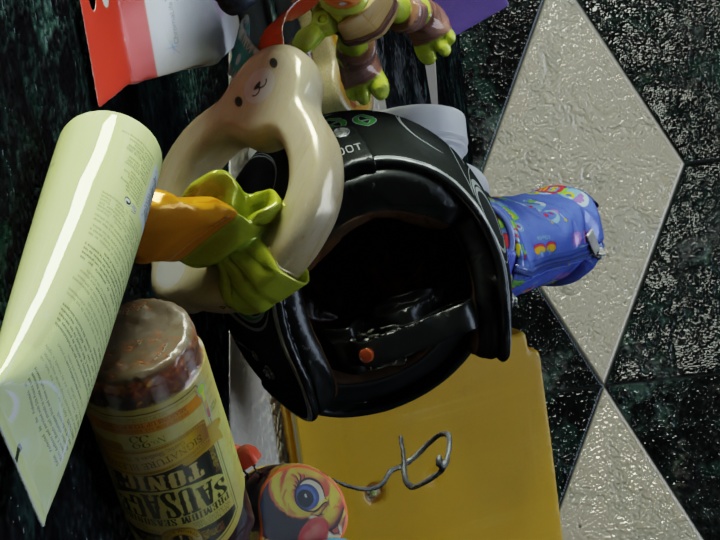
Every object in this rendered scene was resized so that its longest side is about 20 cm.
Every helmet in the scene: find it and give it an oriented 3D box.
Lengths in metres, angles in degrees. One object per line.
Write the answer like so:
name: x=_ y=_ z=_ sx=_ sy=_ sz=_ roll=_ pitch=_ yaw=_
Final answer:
helmet: x=0.000 y=0.000 z=1.248 sx=0.191 sy=0.199 sz=0.201 roll=-149 pitch=-129 yaw=-78

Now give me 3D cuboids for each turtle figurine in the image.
turtle figurine: x=-0.005 y=-0.149 z=1.207 sx=0.064 sy=0.200 sz=0.161 roll=45 pitch=2 yaw=16

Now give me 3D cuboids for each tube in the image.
tube: x=-0.129 y=0.009 z=0.867 sx=0.058 sy=0.052 sz=0.200 roll=32 pitch=38 yaw=-21

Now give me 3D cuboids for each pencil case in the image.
pencil case: x=0.113 y=-0.018 z=1.439 sx=0.200 sy=0.087 sz=0.078 roll=-10 pitch=113 yaw=-63

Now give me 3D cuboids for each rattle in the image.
rattle: x=-0.085 y=-0.086 z=1.059 sx=0.143 sy=0.130 sz=0.201 roll=21 pitch=71 yaw=-33

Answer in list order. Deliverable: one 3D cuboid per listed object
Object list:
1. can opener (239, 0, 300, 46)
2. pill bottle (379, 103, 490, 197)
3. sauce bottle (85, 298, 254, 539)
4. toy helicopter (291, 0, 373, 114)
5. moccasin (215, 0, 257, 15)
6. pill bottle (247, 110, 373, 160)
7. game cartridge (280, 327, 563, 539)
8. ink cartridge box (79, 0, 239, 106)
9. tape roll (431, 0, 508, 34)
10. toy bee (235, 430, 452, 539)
can opener: x=-0.063 y=-0.206 z=1.425 sx=0.067 sy=0.052 sz=0.201 roll=-81 pitch=163 yaw=-63
pill bottle: x=0.048 y=-0.020 z=1.530 sx=0.111 sy=0.111 sz=0.201 roll=52 pitch=32 yaw=-74
sauce bottle: x=-0.087 y=0.106 z=0.983 sx=0.066 sy=0.066 sz=0.201 roll=-86 pitch=165 yaw=-50
toy helicopter: x=-0.029 y=-0.192 z=1.328 sx=0.132 sy=0.079 sz=0.201 roll=-12 pitch=84 yaw=-59
moccasin: x=-0.058 y=-0.197 z=1.117 sx=0.068 sy=0.080 sz=0.200 roll=64 pitch=32 yaw=-20
pill bottle: x=-0.019 y=-0.045 z=1.395 sx=0.112 sy=0.112 sz=0.201 roll=-42 pitch=125 yaw=-79
game cartridge: x=0.047 y=0.146 z=1.445 sx=0.032 sy=0.199 sz=0.177 roll=15 pitch=-65 yaw=64
ink cartridge box: x=-0.114 y=-0.187 z=1.096 sx=0.200 sy=0.057 sz=0.163 roll=-83 pitch=165 yaw=-75
tape roll: x=0.025 y=-0.252 z=1.348 sx=0.201 sy=0.065 sz=0.200 roll=60 pitch=6 yaw=-10
toy bee: x=-0.047 y=0.152 z=1.111 sx=0.109 sy=0.131 sz=0.200 roll=38 pitch=47 yaw=-18
